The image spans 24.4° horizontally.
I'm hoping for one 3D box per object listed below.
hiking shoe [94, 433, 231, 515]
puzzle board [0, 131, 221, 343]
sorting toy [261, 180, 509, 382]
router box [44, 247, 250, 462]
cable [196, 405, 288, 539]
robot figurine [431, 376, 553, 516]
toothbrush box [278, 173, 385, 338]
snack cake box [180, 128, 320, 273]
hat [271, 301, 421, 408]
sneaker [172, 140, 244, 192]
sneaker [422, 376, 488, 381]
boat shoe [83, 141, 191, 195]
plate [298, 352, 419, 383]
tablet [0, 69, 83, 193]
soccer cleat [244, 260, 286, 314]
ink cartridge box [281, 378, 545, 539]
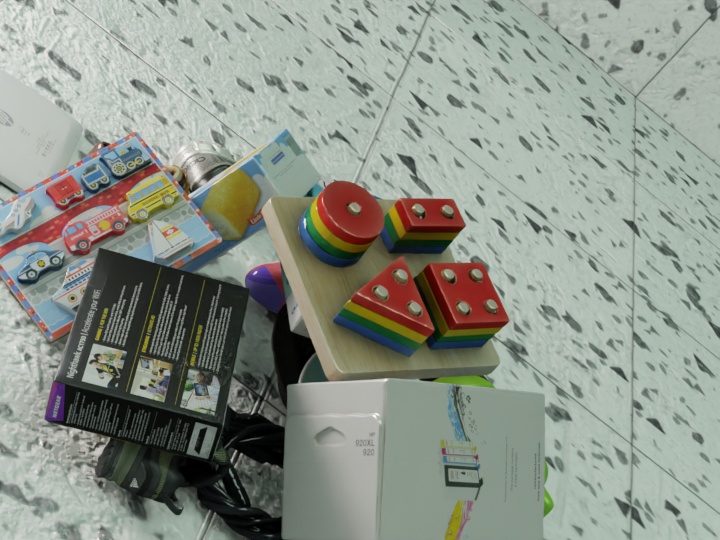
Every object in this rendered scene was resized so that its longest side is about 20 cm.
[{"bbox_3d":[-0.159,0.152,1.510,0.101,0.076,0.200,37,34,1],"label":"hiking shoe"},{"bbox_3d":[-0.256,-0.037,1.604,0.200,0.017,0.151,-32,70,-24],"label":"puzzle board"},{"bbox_3d":[0.032,0.001,1.593,0.199,0.070,0.200,0,56,-37],"label":"sorting toy"},{"bbox_3d":[-0.185,0.071,1.481,0.149,0.051,0.200,16,35,-6],"label":"router box"},{"bbox_3d":[-0.071,0.210,1.572,0.200,0.051,0.163,37,25,-11],"label":"cable"},{"bbox_3d":[0.125,0.196,1.806,0.175,0.116,0.200,19,32,-52],"label":"robot figurine"},{"bbox_3d":[0.000,0.000,1.723,0.146,0.085,0.200,21,27,-22],"label":"toothbrush box"},{"bbox_3d":[-0.148,-0.055,1.709,0.067,0.200,0.115,54,23,-8],"label":"snack cake box"},{"bbox_3d":[-0.031,0.124,1.725,0.200,0.081,0.201,27,43,-28],"label":"hat"},{"bbox_3d":[-0.125,-0.087,1.960,0.200,0.074,0.088,16,35,-32],"label":"sneaker"},{"bbox_3d":[0.075,0.095,1.932,0.091,0.076,0.200,49,-3,41],"label":"sneaker"},{"bbox_3d":[-0.215,-0.080,1.815,0.200,0.072,0.072,29,27,-25],"label":"boat shoe"},{"bbox_3d":[0.012,0.163,1.651,0.200,0.026,0.200,27,44,-29],"label":"plate"},{"bbox_3d":[-0.367,-0.147,1.774,0.130,0.014,0.200,34,25,-16],"label":"tablet"},{"bbox_3d":[-0.042,0.054,1.864,0.200,0.067,0.077,30,31,-31],"label":"soccer cleat"},{"bbox_3d":[0.048,0.178,1.518,0.200,0.147,0.145,9,79,-38],"label":"ink cartridge box"}]
